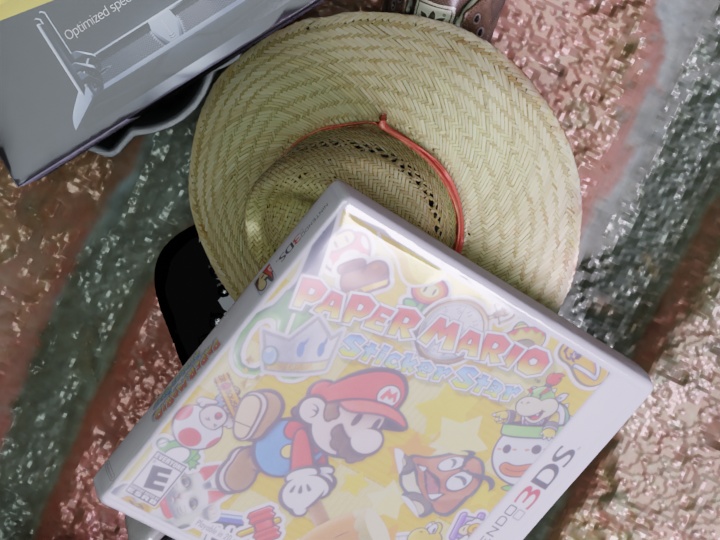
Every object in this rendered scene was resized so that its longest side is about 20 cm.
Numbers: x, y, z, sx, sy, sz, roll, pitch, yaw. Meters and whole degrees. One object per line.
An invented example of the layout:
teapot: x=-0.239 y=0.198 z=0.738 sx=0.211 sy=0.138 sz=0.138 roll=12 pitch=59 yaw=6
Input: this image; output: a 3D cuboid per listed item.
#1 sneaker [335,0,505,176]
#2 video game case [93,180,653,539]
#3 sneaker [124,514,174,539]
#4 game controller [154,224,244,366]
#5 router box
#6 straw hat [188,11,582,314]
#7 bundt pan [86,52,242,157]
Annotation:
sneaker: x=0.029 y=-0.111 z=1.326 sx=0.070 sy=0.076 sz=0.200 roll=16 pitch=87 yaw=11
video game case: x=0.008 y=0.075 z=1.271 sx=0.200 sy=0.023 sz=0.182 roll=31 pitch=106 yaw=-31
sneaker: x=-0.021 y=0.127 z=1.351 sx=0.200 sy=0.087 sz=0.075 roll=4 pitch=130 yaw=2
game controller: x=0.000 y=0.000 z=1.369 sx=0.200 sy=0.042 sz=0.104 roll=-22 pitch=94 yaw=5
router box: x=-0.113 y=-0.156 z=1.277 sx=0.200 sy=0.052 sz=0.157 roll=-31 pitch=93 yaw=6
straw hat: x=-0.005 y=-0.022 z=1.283 sx=0.201 sy=0.085 sz=0.201 roll=5 pitch=104 yaw=20
bundt pan: x=-0.142 y=-0.155 z=1.343 sx=0.202 sy=0.076 sz=0.202 roll=0 pitch=97 yaw=4
